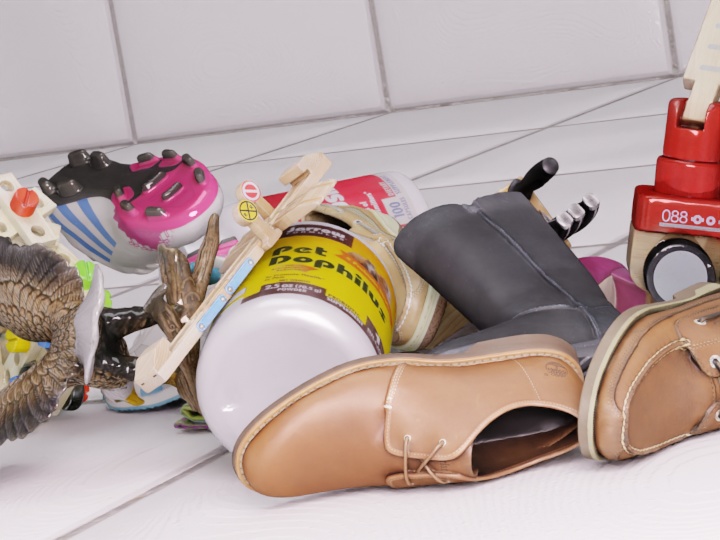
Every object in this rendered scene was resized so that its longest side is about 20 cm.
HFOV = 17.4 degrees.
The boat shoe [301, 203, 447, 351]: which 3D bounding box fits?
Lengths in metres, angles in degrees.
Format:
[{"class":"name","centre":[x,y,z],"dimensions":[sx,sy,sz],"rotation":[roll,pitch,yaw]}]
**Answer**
[{"class":"boat shoe","centre":[0.000,0.000,1.593],"dimensions":[0.076,0.072,0.200],"rotation":[22,7,-20]}]

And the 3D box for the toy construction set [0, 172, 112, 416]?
[{"class":"toy construction set","centre":[-0.227,0.027,1.637],"dimensions":[0.092,0.132,0.200],"rotation":[-8,-36,-21]}]

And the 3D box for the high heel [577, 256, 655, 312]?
[{"class":"high heel","centre":[0.123,0.018,1.580],"dimensions":[0.096,0.068,0.199],"rotation":[11,15,41]}]

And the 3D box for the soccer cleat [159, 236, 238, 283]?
[{"class":"soccer cleat","centre":[-0.046,0.021,1.688],"dimensions":[0.199,0.087,0.070],"rotation":[-6,-23,-32]}]

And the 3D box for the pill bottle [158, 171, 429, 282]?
[{"class":"pill bottle","centre":[-0.048,-0.005,1.806],"dimensions":[0.199,0.113,0.112],"rotation":[-13,9,-25]}]

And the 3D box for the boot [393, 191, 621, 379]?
[{"class":"boot","centre":[0.070,0.020,1.406],"dimensions":[0.164,0.066,0.200],"rotation":[-1,32,-25]}]

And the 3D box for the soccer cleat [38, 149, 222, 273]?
[{"class":"soccer cleat","centre":[-0.144,-0.034,1.615],"dimensions":[0.070,0.087,0.200],"rotation":[-43,29,-23]}]

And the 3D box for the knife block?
[{"class":"knife block","centre":[0.107,-0.023,1.675],"dimensions":[0.175,0.064,0.200],"rotation":[-36,-3,22]}]

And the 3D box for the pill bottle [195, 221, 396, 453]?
[{"class":"pill bottle","centre":[-0.034,0.037,1.423],"dimensions":[0.109,0.110,0.200],"rotation":[-9,18,7]}]

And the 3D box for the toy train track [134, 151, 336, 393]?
[{"class":"toy train track","centre":[-0.079,-0.008,1.378],"dimensions":[0.115,0.033,0.200],"rotation":[-33,17,50]}]

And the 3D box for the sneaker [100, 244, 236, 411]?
[{"class":"sneaker","centre":[-0.112,0.038,1.614],"dimensions":[0.200,0.081,0.076],"rotation":[-27,2,39]}]

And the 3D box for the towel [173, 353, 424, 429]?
[{"class":"towel","centre":[-0.007,0.073,1.546],"dimensions":[0.199,0.023,0.144],"rotation":[-5,10,27]}]

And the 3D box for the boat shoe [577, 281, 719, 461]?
[{"class":"boat shoe","centre":[0.185,0.052,1.293],"dimensions":[0.068,0.072,0.200],"rotation":[11,26,29]}]

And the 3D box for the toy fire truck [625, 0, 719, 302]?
[{"class":"toy fire truck","centre":[0.269,-0.076,1.536],"dimensions":[0.175,0.201,0.129],"rotation":[5,10,3]}]

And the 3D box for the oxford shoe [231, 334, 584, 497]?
[{"class":"oxford shoe","centre":[0.029,0.088,1.267],"dimensions":[0.199,0.072,0.071],"rotation":[-15,34,-1]}]

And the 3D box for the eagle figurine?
[{"class":"eagle figurine","centre":[-0.186,0.052,1.454],"dimensions":[0.199,0.152,0.152],"rotation":[-5,28,21]}]
